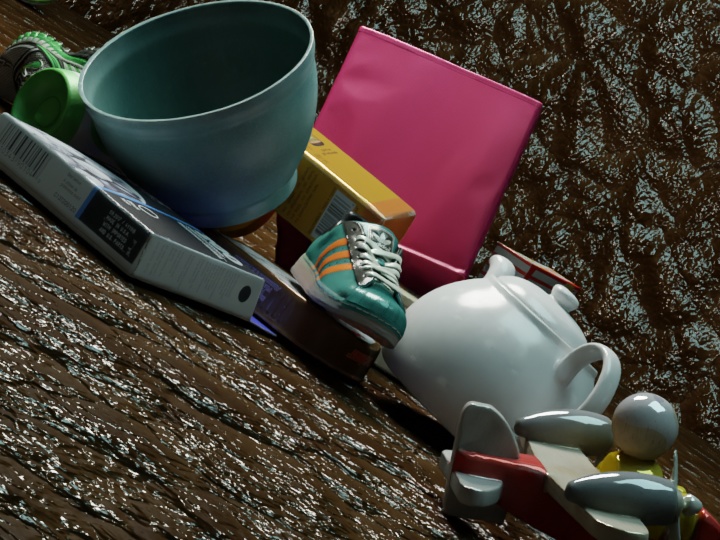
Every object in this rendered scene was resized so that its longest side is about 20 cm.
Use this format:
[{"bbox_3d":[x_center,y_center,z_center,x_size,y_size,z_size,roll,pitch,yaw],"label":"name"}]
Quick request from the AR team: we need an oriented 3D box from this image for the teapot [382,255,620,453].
[{"bbox_3d":[0.125,0.074,1.515,0.200,0.146,0.197,45,4,19],"label":"teapot"}]

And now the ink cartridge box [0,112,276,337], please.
[{"bbox_3d":[-0.170,-0.034,1.445,0.198,0.044,0.200,36,4,34],"label":"ink cartridge box"}]

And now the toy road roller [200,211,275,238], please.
[{"bbox_3d":[-0.165,-0.111,1.832,0.200,0.123,0.146,35,-9,19],"label":"toy road roller"}]

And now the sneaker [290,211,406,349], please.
[{"bbox_3d":[0.000,0.000,1.503,0.071,0.080,0.200,33,4,-23],"label":"sneaker"}]

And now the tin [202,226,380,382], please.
[{"bbox_3d":[-0.065,0.025,1.545,0.200,0.042,0.112,36,7,34],"label":"tin"}]

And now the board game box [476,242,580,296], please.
[{"bbox_3d":[0.151,0.058,1.960,0.046,0.152,0.200,34,6,22],"label":"board game box"}]

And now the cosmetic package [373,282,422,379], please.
[{"bbox_3d":[0.049,0.064,1.714,0.199,0.073,0.104,31,5,-12],"label":"cosmetic package"}]

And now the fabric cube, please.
[{"bbox_3d":[0.041,-0.080,1.818,0.195,0.200,0.200,23,-21,3],"label":"fabric cube"}]

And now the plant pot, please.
[{"bbox_3d":[-0.123,-0.121,1.556,0.200,0.200,0.135,38,-31,50],"label":"plant pot"}]

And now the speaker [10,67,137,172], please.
[{"bbox_3d":[-0.216,-0.110,1.645,0.088,0.089,0.200,37,6,40],"label":"speaker"}]

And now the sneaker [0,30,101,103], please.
[{"bbox_3d":[-0.306,-0.177,1.776,0.200,0.085,0.078,13,-46,52],"label":"sneaker"}]

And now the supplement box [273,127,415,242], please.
[{"bbox_3d":[-0.050,-0.083,1.661,0.200,0.069,0.066,42,24,18],"label":"supplement box"}]

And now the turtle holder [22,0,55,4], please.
[{"bbox_3d":[-0.604,-0.544,3.325,0.184,0.142,0.132,-10,1,-16],"label":"turtle holder"}]

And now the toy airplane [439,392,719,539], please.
[{"bbox_3d":[0.152,0.137,1.230,0.200,0.142,0.199,37,7,36],"label":"toy airplane"}]
